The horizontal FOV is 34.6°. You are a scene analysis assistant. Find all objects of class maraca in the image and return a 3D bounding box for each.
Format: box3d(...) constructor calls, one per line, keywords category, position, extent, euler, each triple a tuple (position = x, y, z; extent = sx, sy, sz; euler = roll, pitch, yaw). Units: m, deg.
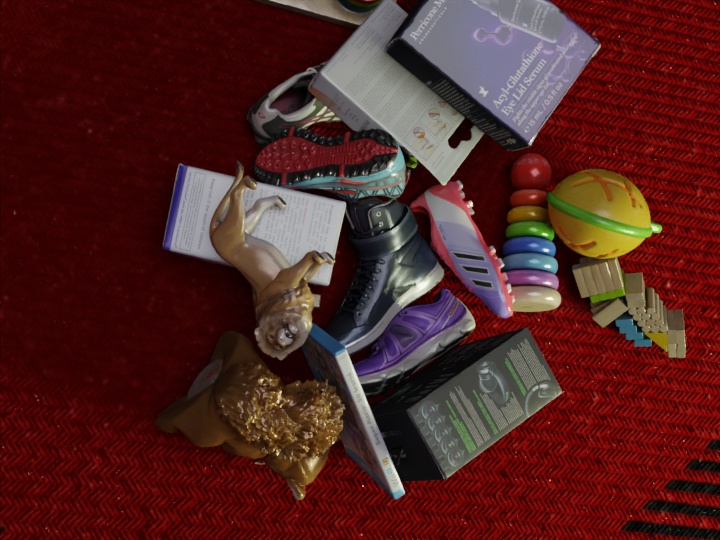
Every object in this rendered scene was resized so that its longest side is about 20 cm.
box3d(category="maraca", position=(0.309, -0.072, 1.460), extent=(0.136, 0.199, 0.108), euler=(29, 106, 27))

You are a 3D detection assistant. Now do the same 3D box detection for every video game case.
box3d(category="video game case", position=(-0.017, 0.155, 1.336), extent=(0.018, 0.143, 0.202), euler=(-29, 114, -16))

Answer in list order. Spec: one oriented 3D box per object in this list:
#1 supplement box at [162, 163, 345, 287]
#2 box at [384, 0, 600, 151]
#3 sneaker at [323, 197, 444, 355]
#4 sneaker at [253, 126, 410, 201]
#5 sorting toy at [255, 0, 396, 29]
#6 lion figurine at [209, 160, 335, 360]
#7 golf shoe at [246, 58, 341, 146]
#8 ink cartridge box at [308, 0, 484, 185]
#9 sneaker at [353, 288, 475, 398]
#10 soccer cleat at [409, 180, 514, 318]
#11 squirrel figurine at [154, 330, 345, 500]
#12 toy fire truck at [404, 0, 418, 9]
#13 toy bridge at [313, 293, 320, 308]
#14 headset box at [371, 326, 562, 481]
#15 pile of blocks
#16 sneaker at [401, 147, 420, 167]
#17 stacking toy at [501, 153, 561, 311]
box3d(category="supplement box", position=(-0.123, -0.050, 1.362), extent=(0.197, 0.101, 0.105), euler=(11, 87, -2))
box3d(category="box", position=(0.150, -0.259, 1.341), extent=(0.199, 0.104, 0.149), euler=(36, 88, -8))
box3d(category="sneaker", position=(-0.001, -0.001, 1.398), extent=(0.202, 0.076, 0.147), euler=(-42, 119, -26))
box3d(category="sneaker", position=(-0.035, -0.112, 1.377), extent=(0.197, 0.096, 0.080), euler=(5, 63, 28))
box3d(category="sorting toy", position=(-0.032, -0.425, 1.457), extent=(0.196, 0.070, 0.203), euler=(12, 81, -13))
box3d(category="lion figurine", position=(-0.111, -0.009, 1.283), extent=(0.122, 0.072, 0.201), euler=(-41, 84, 13))
box3d(category="golf shoe", position=(-0.045, -0.219, 1.424), extent=(0.199, 0.088, 0.078), euler=(-33, 87, -17))
box3d(category="ink cartridge box", position=(0.058, -0.212, 1.399), extent=(0.200, 0.050, 0.163), euler=(42, 59, -6))
box3d(category="sneaker", position=(0.047, 0.091, 1.439), extent=(0.199, 0.081, 0.084), euler=(-31, 77, -23))
box3d(category="soccer cleat", position=(0.129, -0.020, 1.441), extent=(0.076, 0.067, 0.202), euler=(-25, 66, 4))
box3d(category="squirrel figurine", position=(-0.101, 0.180, 1.321), extent=(0.187, 0.199, 0.142), euler=(45, 66, -20))
box3d(category="toy fire truck", position=(0.148, -0.321, 1.437), extent=(0.173, 0.130, 0.201), euler=(3, 40, -15))
box3d(category="toy bridge", position=(-0.073, -0.051, 1.433), extent=(0.066, 0.027, 0.203), euler=(8, 83, -11))
box3d(category="headset box", position=(0.107, 0.165, 1.371), extent=(0.199, 0.174, 0.094), euler=(-31, 92, -25))
box3d(category="pile of blocks", position=(0.356, 0.041, 1.530), extent=(0.200, 0.082, 0.062), euler=(42, 33, -17))
box3d(category="sneaker", position=(0.092, -0.216, 1.479), extent=(0.071, 0.083, 0.201), euler=(18, 56, 19))
box3d(category="stacking toy", position=(0.215, -0.053, 1.487), extent=(0.084, 0.085, 0.203), euler=(5, 78, -14))
